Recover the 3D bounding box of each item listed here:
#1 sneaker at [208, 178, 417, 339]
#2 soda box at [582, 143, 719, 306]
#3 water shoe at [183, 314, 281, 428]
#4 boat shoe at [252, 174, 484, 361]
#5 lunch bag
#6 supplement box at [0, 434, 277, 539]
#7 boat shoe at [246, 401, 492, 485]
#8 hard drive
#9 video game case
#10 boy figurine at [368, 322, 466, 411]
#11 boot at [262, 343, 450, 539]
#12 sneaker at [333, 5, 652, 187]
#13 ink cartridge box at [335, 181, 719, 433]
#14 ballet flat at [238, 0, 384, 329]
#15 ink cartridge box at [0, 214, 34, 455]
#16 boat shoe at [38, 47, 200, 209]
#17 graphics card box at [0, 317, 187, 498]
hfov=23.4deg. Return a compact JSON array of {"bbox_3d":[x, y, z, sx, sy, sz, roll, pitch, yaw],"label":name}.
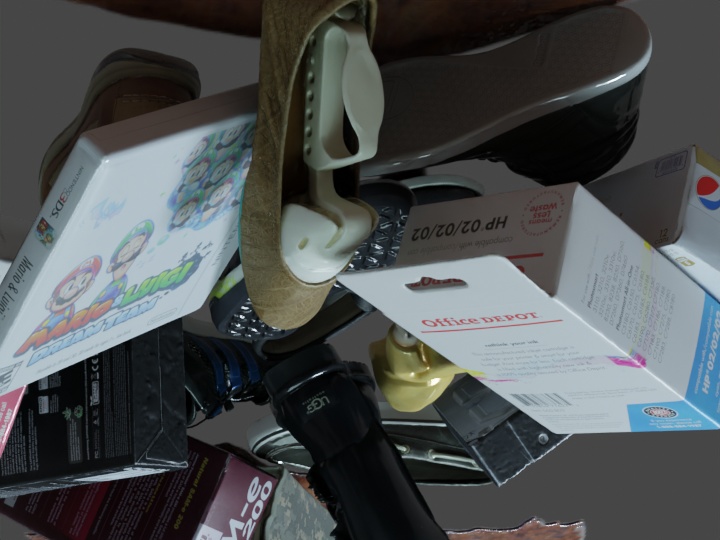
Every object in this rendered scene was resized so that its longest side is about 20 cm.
[{"bbox_3d":[-0.039,-0.026,1.032,0.072,0.083,0.200,13,152,-31],"label":"sneaker"},{"bbox_3d":[0.140,-0.007,0.995,0.068,0.064,0.200,29,154,-25],"label":"soda box"},{"bbox_3d":[-0.116,0.078,1.218,0.200,0.079,0.071,20,144,-37],"label":"water shoe"},{"bbox_3d":[0.000,0.000,1.110,0.200,0.060,0.074,-26,145,34],"label":"boat shoe"},{"bbox_3d":[-0.135,0.222,1.432,0.199,0.118,0.164,1,156,19],"label":"lunch bag"},{"bbox_3d":[-0.164,0.158,1.236,0.200,0.109,0.061,18,170,41],"label":"supplement box"},{"bbox_3d":[0.010,0.143,1.368,0.199,0.064,0.071,-2,151,-3],"label":"boat shoe"},{"bbox_3d":[0.143,0.049,1.086,0.200,0.038,0.140,-36,-171,-1],"label":"hard drive"},{"bbox_3d":[-0.114,-0.020,0.931,0.200,0.024,0.182,-25,155,-53],"label":"video game case"},{"bbox_3d":[0.068,0.036,1.182,0.124,0.065,0.200,-15,162,-29],"label":"boy figurine"},{"bbox_3d":[0.002,0.147,1.199,0.076,0.168,0.200,-27,167,0],"label":"boot"},{"bbox_3d":[0.068,-0.073,0.962,0.200,0.071,0.099,-17,146,5],"label":"sneaker"},{"bbox_3d":[0.095,0.015,0.907,0.115,0.068,0.200,-7,148,43],"label":"ink cartridge box"},{"bbox_3d":[-0.019,-0.057,0.883,0.068,0.201,0.072,-6,-160,-39],"label":"ballet flat"},{"bbox_3d":[-0.296,0.027,1.033,0.200,0.085,0.146,14,107,-28],"label":"ink cartridge box"},{"bbox_3d":[-0.143,-0.046,0.996,0.076,0.072,0.200,5,150,-16],"label":"boat shoe"},{"bbox_3d":[-0.198,0.077,1.121,0.200,0.126,0.051,-15,162,39],"label":"graphics card box"}]
